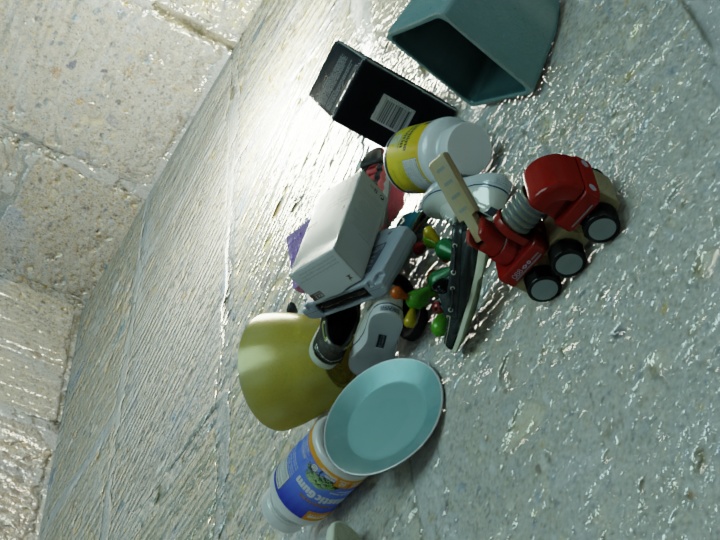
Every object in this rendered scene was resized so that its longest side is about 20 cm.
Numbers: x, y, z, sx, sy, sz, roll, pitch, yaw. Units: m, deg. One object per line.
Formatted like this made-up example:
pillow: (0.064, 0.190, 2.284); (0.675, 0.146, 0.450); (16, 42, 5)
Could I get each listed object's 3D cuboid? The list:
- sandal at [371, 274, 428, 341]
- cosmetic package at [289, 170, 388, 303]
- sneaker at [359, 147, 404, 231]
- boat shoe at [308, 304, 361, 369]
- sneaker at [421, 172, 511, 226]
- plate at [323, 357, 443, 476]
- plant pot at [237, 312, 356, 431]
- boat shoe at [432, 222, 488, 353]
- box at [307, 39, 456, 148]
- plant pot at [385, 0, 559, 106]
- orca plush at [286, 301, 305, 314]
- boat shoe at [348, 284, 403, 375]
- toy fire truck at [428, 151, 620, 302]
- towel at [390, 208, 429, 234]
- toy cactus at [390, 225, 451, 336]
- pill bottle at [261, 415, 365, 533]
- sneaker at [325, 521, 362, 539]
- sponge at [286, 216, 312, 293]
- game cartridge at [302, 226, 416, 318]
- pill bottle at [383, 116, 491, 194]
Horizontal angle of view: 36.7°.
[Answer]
sandal: (0.054, 0.049, 1.739); (0.076, 0.048, 0.200); (-63, 22, 7)
cosmetic package: (-0.031, -0.054, 1.679); (0.101, 0.074, 0.201); (-29, 26, 33)
sneaker: (0.042, -0.106, 1.847); (0.073, 0.086, 0.203); (-10, 66, 48)
boat shoe: (-0.029, 0.066, 1.757); (0.061, 0.071, 0.203); (-48, 22, 45)
sneaker: (0.148, -0.096, 1.637); (0.199, 0.072, 0.072); (-16, 51, 62)
plate: (0.036, 0.215, 1.575); (0.198, 0.026, 0.202); (-22, 40, 19)
plant pot: (-0.088, 0.159, 1.813); (0.141, 0.200, 0.202); (-13, 53, 32)
boat shoe: (0.132, 0.021, 1.491); (0.075, 0.065, 0.201); (-57, -18, -52)
box: (0.035, -0.296, 1.915); (0.125, 0.198, 0.197); (-60, 23, 12)
plant pot: (0.197, -0.403, 1.690); (0.201, 0.195, 0.196); (-59, 21, -11)
orca plush: (-0.075, 0.064, 1.981); (0.104, 0.071, 0.203); (14, 112, 27)
boat shoe: (0.027, 0.093, 1.686); (0.201, 0.070, 0.070); (105, 175, -53)
toy fire truck: (0.195, -0.084, 1.355); (0.176, 0.198, 0.130); (-50, 28, 34)
towel: (0.037, -0.033, 1.855); (0.147, 0.022, 0.200); (-58, 16, -21)
toy cactus: (0.125, -0.004, 1.598); (0.165, 0.102, 0.201); (-39, 26, 32)
pill bottle: (-0.072, 0.322, 1.678); (0.200, 0.111, 0.113); (-51, 27, 35)
sneaker: (-0.038, 0.455, 1.519); (0.111, 0.076, 0.201); (-46, 35, 21)
sponge: (-0.051, -0.055, 1.841); (0.199, 0.030, 0.113); (-35, 49, 35)
game cartridge: (0.000, 0.000, 1.678); (0.199, 0.042, 0.134); (-21, 27, 48)
pill bottle: (0.124, -0.183, 1.723); (0.199, 0.111, 0.113); (-1, 67, 65)
